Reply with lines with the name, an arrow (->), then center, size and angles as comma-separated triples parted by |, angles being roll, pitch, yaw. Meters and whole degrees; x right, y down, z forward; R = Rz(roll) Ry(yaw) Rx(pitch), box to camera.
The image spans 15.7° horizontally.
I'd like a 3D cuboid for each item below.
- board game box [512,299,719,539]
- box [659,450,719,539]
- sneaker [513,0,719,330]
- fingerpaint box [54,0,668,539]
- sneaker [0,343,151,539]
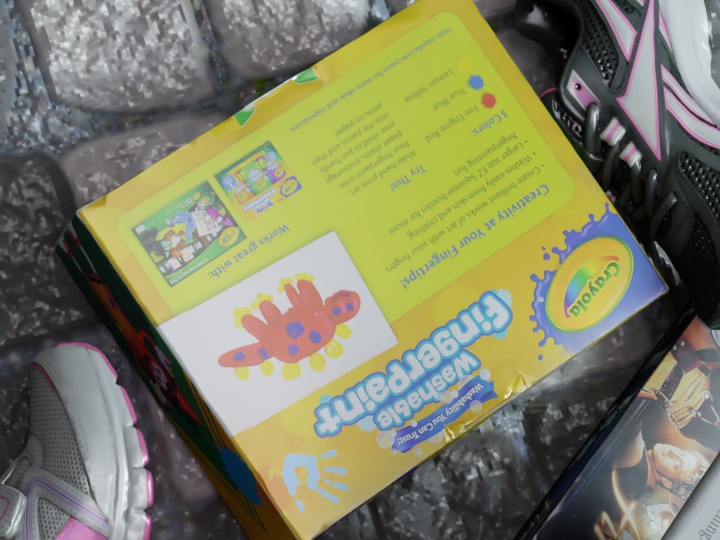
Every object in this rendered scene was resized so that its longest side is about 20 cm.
board game box -> 0.156, 0.115, 1.149 | 0.135, 0.035, 0.200 | 40, 71, -5
box -> 0.164, 0.147, 0.979 | 0.131, 0.200, 0.199 | 33, 47, 11
sneaker -> 0.120, -0.057, 1.142 | 0.086, 0.080, 0.200 | -7, 55, -19
fingerpaint box -> 0.000, 0.000, 1.110 | 0.200, 0.073, 0.167 | -34, 88, -19
sneaker -> -0.137, 0.125, 1.031 | 0.088, 0.081, 0.200 | 9, 75, -16
